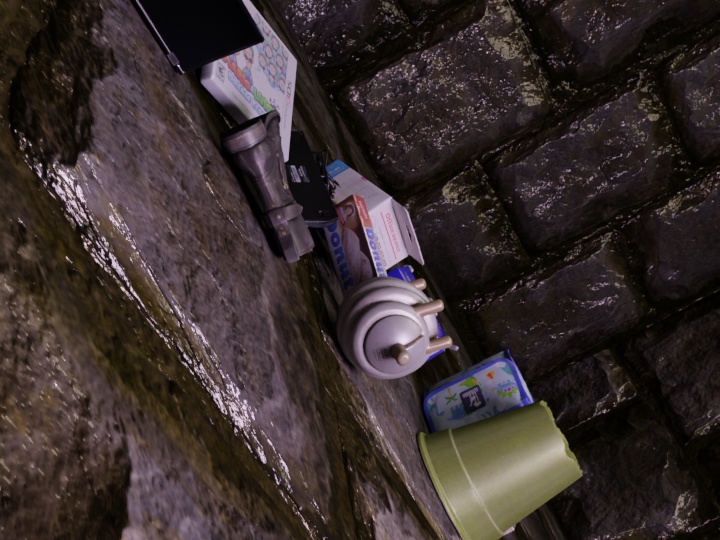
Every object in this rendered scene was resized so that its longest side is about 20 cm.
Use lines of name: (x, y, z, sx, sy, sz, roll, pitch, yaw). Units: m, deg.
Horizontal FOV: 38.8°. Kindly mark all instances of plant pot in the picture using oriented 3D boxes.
plant pot: (0.212, 0.285, 1.487, 0.200, 0.190, 0.200, 61, 7, -13)

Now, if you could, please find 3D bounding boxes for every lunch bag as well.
lunch bag: (0.198, 0.227, 1.693, 0.128, 0.170, 0.200, 61, 9, -9)

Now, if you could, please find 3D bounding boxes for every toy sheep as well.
toy sheep: (0.036, 0.071, 1.265, 0.138, 0.138, 0.200, 60, -2, -15)

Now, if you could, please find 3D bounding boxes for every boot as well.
boot: (-0.105, -0.097, 1.239, 0.200, 0.069, 0.174, -76, 143, -74)

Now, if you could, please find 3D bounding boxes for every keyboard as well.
keyboard: (-0.084, -0.123, 1.450, 0.040, 0.104, 0.200, 113, -33, -42)

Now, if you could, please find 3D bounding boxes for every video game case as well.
video game case: (-0.147, -0.273, 1.396, 0.200, 0.024, 0.182, 46, 40, -52)

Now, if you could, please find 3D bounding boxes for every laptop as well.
laptop: (-0.205, -0.333, 1.155, 0.187, 0.116, 0.200, 59, 7, -24)

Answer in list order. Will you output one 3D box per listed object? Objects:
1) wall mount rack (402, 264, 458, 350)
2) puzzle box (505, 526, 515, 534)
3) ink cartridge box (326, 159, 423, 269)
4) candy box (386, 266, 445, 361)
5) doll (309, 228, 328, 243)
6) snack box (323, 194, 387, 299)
wall mount rack: (0.124, 0.086, 2.104, 0.200, 0.074, 0.174, 55, 10, -40)
puzzle box: (0.235, 0.392, 1.921, 0.200, 0.025, 0.133, 63, 7, 10)
ink cartridge box: (0.005, -0.074, 1.558, 0.200, 0.068, 0.115, 40, -23, 48)
candy box: (0.088, 0.082, 1.850, 0.169, 0.077, 0.200, 61, 8, 4)
doll: (-0.058, -0.077, 1.517, 0.200, 0.048, 0.136, 58, 6, 2)
snack box: (0.000, 0.000, 1.411, 0.024, 0.072, 0.200, 2, 65, -46)
